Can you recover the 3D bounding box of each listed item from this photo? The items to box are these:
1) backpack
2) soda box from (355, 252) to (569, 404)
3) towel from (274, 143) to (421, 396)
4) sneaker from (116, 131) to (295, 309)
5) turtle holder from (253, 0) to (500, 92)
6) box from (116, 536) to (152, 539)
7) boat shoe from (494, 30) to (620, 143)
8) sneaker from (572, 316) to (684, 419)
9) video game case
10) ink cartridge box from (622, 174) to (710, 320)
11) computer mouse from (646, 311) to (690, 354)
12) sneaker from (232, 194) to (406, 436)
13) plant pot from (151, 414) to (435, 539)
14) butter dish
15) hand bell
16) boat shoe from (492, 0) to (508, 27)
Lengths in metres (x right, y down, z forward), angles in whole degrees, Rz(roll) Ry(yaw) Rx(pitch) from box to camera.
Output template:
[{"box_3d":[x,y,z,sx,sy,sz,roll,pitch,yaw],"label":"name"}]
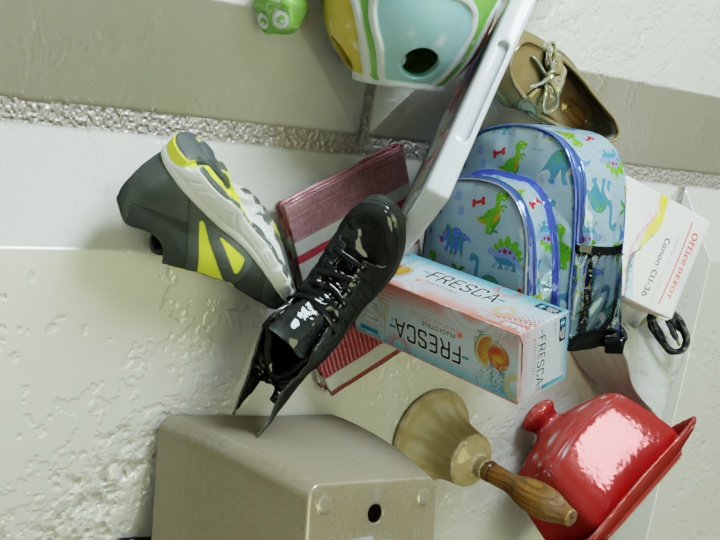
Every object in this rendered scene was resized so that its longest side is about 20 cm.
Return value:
[{"box_3d":[0.152,-0.035,0.947,0.146,0.182,0.203,-2,101,-38],"label":"backpack"},{"box_3d":[0.081,0.044,0.879,0.068,0.199,0.064,-19,118,-37],"label":"soda box"},{"box_3d":[0.000,0.000,0.944,0.143,0.023,0.202,-29,122,-30],"label":"towel"},{"box_3d":[-0.121,-0.029,0.818,0.084,0.075,0.200,-27,136,8],"label":"sneaker"},{"box_3d":[0.024,-0.215,0.813,0.184,0.140,0.134,-3,108,-39],"label":"turtle holder"},{"box_3d":[-0.143,0.311,0.924,0.198,0.036,0.145,10,97,-41],"label":"box"},{"box_3d":[0.190,-0.176,0.990,0.199,0.062,0.074,19,96,-49],"label":"boat shoe"},{"box_3d":[0.315,0.080,1.195,0.201,0.073,0.116,52,58,-33],"label":"sneaker"},{"box_3d":[0.078,-0.114,0.856,0.023,0.200,0.184,25,76,-1],"label":"video game case"},{"box_3d":[0.293,-0.026,1.093,0.198,0.067,0.118,23,90,-20],"label":"ink cartridge box"},{"box_3d":[0.329,0.005,1.165,0.058,0.034,0.202,-24,100,-22],"label":"computer mouse"},{"box_3d":[-0.034,0.036,0.825,0.201,0.060,0.104,-59,170,31],"label":"sneaker"},{"box_3d":[-0.045,0.231,0.851,0.198,0.176,0.203,7,85,-41],"label":"plant pot"},{"box_3d":[0.242,0.208,1.132,0.200,0.148,0.200,-40,169,-20],"label":"butter dish"},{"box_3d":[0.133,0.200,0.996,0.103,0.199,0.106,-14,113,-34],"label":"hand bell"},{"box_3d":[0.140,-0.265,0.934,0.200,0.068,0.073,-40,125,-21],"label":"boat shoe"}]
